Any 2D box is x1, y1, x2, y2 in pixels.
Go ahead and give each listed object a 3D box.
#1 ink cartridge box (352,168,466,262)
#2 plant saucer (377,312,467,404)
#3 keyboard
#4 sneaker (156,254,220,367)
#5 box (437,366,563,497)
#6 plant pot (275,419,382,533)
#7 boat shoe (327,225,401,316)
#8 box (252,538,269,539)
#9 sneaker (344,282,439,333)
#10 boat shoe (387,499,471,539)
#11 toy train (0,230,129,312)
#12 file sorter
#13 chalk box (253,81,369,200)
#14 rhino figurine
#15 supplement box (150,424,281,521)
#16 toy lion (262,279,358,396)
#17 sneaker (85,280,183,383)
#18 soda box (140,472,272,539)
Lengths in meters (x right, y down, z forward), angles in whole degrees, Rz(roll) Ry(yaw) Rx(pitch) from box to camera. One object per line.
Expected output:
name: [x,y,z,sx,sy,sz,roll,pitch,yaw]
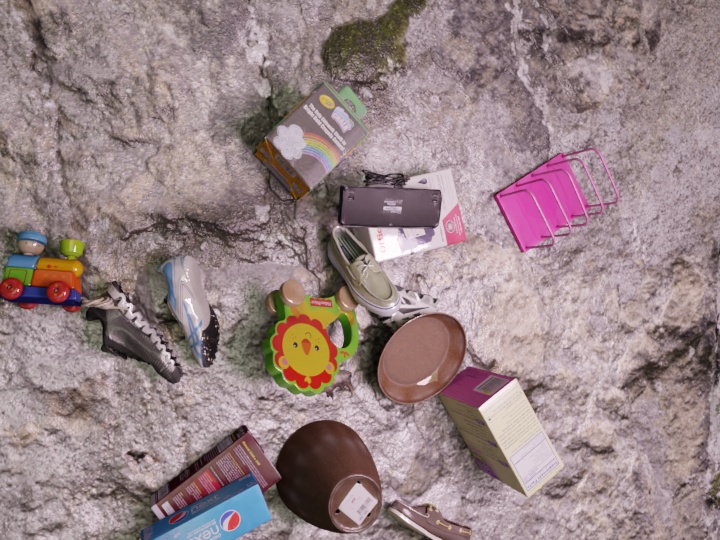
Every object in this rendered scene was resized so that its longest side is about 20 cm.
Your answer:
ink cartridge box: [0.088,-0.102,1.204,0.198,0.084,0.147,-14,92,-19]
plant saucer: [0.114,0.163,1.202,0.198,0.037,0.203,-13,120,-23]
keyboard: [0.055,-0.131,1.140,0.198,0.040,0.105,0,110,-18]
sneaker: [-0.297,0.073,1.083,0.072,0.072,0.202,-11,100,15]
box: [0.266,0.305,1.209,0.096,0.176,0.201,-32,99,-16]
plant pot: [-0.038,0.376,1.088,0.185,0.200,0.190,1,88,-20]
boat shoe: [0.000,0.000,1.127,0.072,0.062,0.200,-31,58,-21]
box: [-0.193,0.587,1.085,0.077,0.095,0.203,4,86,-18]
sneaker: [0.058,0.073,1.196,0.198,0.074,0.090,17,81,-18]
boat shoe: [0.138,0.491,1.217,0.199,0.072,0.060,37,72,-19]
toy train: [-0.464,0.003,1.000,0.197,0.085,0.117,4,74,-6]
file sorter: [0.414,-0.150,1.299,0.199,0.125,0.140,-32,99,-17]
chalk box: [-0.076,-0.247,1.133,0.200,0.124,0.125,-46,102,-16]
rhino figurine: [-0.091,0.172,1.147,0.199,0.060,0.088,39,71,-12]
supplement box: [-0.251,0.378,1.086,0.199,0.061,0.109,-35,101,-16]
toy lion: [-0.082,0.120,1.086,0.198,0.068,0.194,7,63,-41]
sneaker: [-0.384,0.121,1.047,0.090,0.066,0.201,-38,97,-13]
soda box: [-0.252,0.417,1.020,0.198,0.064,0.069,-24,99,-18]
